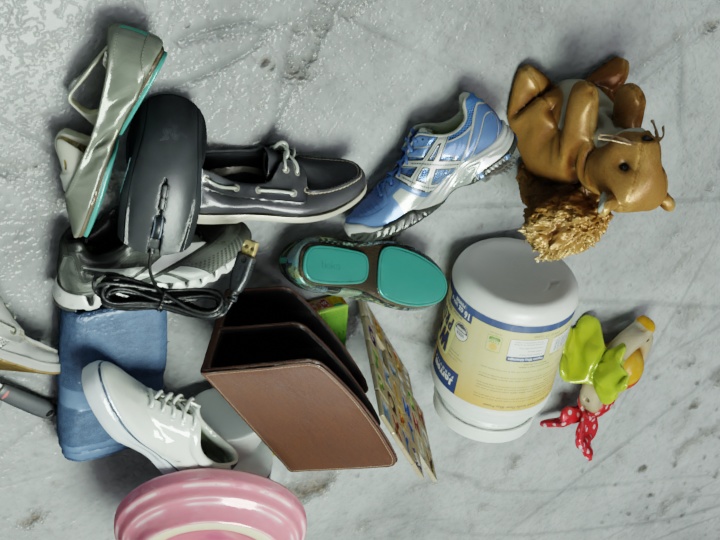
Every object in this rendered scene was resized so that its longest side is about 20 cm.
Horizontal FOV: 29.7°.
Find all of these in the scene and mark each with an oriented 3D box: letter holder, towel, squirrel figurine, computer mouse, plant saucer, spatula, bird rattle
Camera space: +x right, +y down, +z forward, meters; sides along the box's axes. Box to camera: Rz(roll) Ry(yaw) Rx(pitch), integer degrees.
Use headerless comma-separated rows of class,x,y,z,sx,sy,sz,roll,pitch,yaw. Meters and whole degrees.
letter holder,-0.045,0.111,1.382,0.141,0.101,0.200,-6,141,27
towel,-0.250,0.101,1.358,0.111,0.049,0.201,-10,131,-26
squirrel figurine,0.242,-0.101,1.410,0.140,0.187,0.201,-3,127,-32
computer mouse,-0.153,-0.050,1.218,0.139,0.046,0.202,14,92,-14
plant saucer,-0.154,0.277,1.392,0.198,0.051,0.201,-2,139,-2
spatula,-0.362,0.106,1.307,0.057,0.021,0.200,-47,137,4
bird rattle,0.320,0.143,1.736,0.163,0.112,0.201,-37,142,-25

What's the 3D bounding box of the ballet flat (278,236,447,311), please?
ballet flat,0.000,0.000,1.429,0.199,0.074,0.075,14,117,-36

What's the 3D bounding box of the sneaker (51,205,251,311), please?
sneaker,-0.194,-0.025,1.275,0.198,0.067,0.091,-15,135,-20

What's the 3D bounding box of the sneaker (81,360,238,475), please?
sneaker,-0.193,0.143,1.329,0.070,0.073,0.200,-27,134,15

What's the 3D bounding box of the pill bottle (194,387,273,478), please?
pill bottle,-0.154,0.229,1.481,0.111,0.112,0.201,-12,131,-25

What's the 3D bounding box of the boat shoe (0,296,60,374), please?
boat shoe,-0.344,0.049,1.238,0.200,0.070,0.070,29,64,-56

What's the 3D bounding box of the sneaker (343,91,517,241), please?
sneaker,0.060,-0.104,1.387,0.199,0.076,0.077,-36,111,2

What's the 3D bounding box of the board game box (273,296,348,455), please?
board game box,-0.065,0.120,1.510,0.095,0.030,0.201,-13,128,-21

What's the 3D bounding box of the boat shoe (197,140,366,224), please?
boat shoe,-0.081,-0.089,1.293,0.198,0.073,0.063,-7,132,-23

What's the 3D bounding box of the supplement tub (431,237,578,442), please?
supplement tub,0.158,0.081,1.538,0.143,0.145,0.201,-10,130,-26

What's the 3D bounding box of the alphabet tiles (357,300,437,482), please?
alphabet tiles,0.044,0.146,1.507,0.007,0.168,0.200,-20,138,10

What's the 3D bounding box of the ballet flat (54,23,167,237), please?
ballet flat,-0.231,-0.124,1.184,0.063,0.068,0.201,23,113,-13
